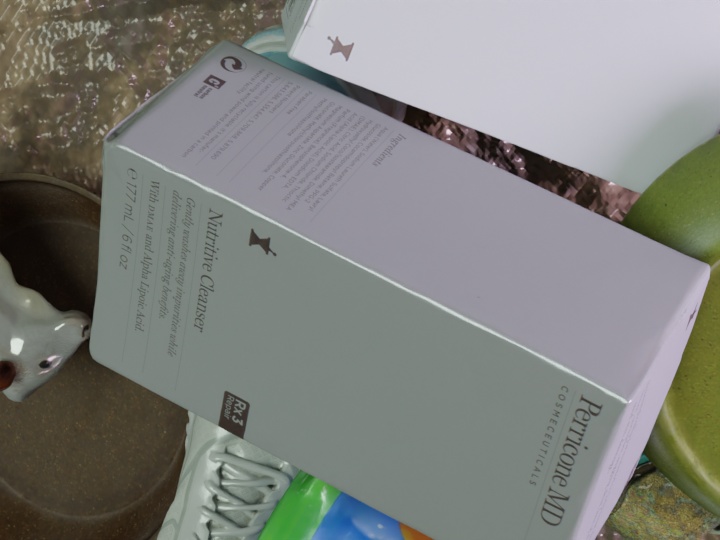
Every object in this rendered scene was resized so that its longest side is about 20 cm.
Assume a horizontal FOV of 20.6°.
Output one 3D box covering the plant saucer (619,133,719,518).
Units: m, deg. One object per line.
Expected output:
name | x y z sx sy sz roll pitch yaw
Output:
plant saucer | 0.180 0.034 0.702 0.200 0.031 0.200 7 125 10

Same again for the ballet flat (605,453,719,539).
ballet flat | 0.180 0.061 0.779 0.200 0.071 0.071 -29 83 28

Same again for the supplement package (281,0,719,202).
supplement package | 0.078 -0.149 0.724 0.155 0.111 0.200 20 103 -8

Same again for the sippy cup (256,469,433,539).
sippy cup | 0.019 0.156 0.845 0.130 0.178 0.140 27 72 12

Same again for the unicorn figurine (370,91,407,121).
unicorn figurine | 0.020 -0.108 0.826 0.200 0.074 0.138 -6 105 24

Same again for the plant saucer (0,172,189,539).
plant saucer | -0.151 0.050 0.968 0.200 0.037 0.201 5 101 28

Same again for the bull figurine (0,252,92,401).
bull figurine | -0.218 -0.009 0.940 0.200 0.065 0.122 9 98 25

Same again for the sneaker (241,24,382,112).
sneaker | 0.000 0.000 0.812 0.074 0.082 0.200 -23 117 34

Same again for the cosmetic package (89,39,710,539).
cosmetic package | 0.009 0.016 0.701 0.200 0.081 0.113 26 135 17

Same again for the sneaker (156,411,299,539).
sneaker | -0.058 0.115 0.880 0.075 0.081 0.200 21 107 -4
